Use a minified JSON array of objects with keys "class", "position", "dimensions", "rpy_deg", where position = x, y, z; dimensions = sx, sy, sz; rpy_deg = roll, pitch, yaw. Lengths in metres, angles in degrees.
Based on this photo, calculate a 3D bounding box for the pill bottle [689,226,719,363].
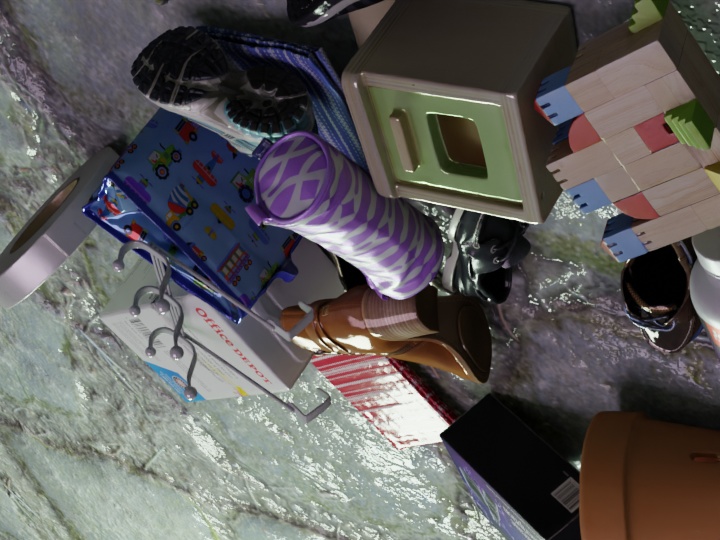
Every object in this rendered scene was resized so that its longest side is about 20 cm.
[{"class":"pill bottle","position":[0.321,0.038,1.035],"dimensions":[0.111,0.113,0.201],"rpy_deg":[1,135,42]}]

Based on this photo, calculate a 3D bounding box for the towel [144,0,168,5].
[{"class":"towel","position":[-0.239,-0.324,1.128],"dimensions":[0.170,0.048,0.201],"rpy_deg":[26,148,14]}]

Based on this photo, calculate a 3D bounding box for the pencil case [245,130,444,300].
[{"class":"pencil case","position":[-0.008,-0.041,1.126],"dimensions":[0.084,0.086,0.199],"rpy_deg":[40,-174,41]}]

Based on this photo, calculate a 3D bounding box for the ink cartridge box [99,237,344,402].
[{"class":"ink cartridge box","position":[-0.140,0.033,1.417],"dimensions":[0.199,0.145,0.147],"rpy_deg":[-10,129,49]}]

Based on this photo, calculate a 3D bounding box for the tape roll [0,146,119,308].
[{"class":"tape roll","position":[-0.319,-0.046,1.425],"dimensions":[0.037,0.204,0.202],"rpy_deg":[44,147,-17]}]

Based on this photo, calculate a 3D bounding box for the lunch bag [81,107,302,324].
[{"class":"lunch bag","position":[-0.134,-0.061,1.283],"dimensions":[0.199,0.151,0.094],"rpy_deg":[40,148,-9]}]

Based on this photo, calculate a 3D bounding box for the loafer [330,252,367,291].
[{"class":"loafer","position":[0.000,0.000,1.324],"dimensions":[0.071,0.063,0.201],"rpy_deg":[12,142,32]}]

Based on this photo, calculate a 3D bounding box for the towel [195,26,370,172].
[{"class":"towel","position":[-0.064,-0.144,1.182],"dimensions":[0.199,0.024,0.145],"rpy_deg":[21,150,51]}]

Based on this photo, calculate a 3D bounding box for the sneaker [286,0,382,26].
[{"class":"sneaker","position":[0.006,-0.221,1.016],"dimensions":[0.082,0.073,0.199],"rpy_deg":[1,-178,-25]}]

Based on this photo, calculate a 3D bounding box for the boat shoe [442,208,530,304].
[{"class":"boat shoe","position":[0.115,-0.025,1.171],"dimensions":[0.066,0.075,0.200],"rpy_deg":[31,151,14]}]

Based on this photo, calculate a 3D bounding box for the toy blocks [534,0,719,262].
[{"class":"toy blocks","position":[0.195,-0.092,0.961],"dimensions":[0.136,0.100,0.200],"rpy_deg":[-22,120,38]}]

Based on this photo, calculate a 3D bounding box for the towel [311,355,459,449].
[{"class":"towel","position":[0.020,0.125,1.514],"dimensions":[0.200,0.023,0.144],"rpy_deg":[47,148,-16]}]

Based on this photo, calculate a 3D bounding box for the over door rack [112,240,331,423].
[{"class":"over door rack","position":[-0.131,0.065,1.240],"dimensions":[0.198,0.067,0.149],"rpy_deg":[21,147,21]}]

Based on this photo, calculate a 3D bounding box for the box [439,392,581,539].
[{"class":"box","position":[0.181,0.240,1.390],"dimensions":[0.200,0.079,0.142],"rpy_deg":[41,166,52]}]

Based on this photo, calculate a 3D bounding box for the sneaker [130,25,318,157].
[{"class":"sneaker","position":[-0.116,-0.138,1.160],"dimensions":[0.199,0.078,0.087],"rpy_deg":[30,162,31]}]

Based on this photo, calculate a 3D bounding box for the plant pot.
[{"class":"plant pot","position":[0.297,0.228,1.255],"dimensions":[0.138,0.202,0.201],"rpy_deg":[-6,133,25]}]

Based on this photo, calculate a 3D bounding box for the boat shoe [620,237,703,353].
[{"class":"boat shoe","position":[0.242,0.008,1.104],"dimensions":[0.071,0.073,0.201],"rpy_deg":[16,144,27]}]

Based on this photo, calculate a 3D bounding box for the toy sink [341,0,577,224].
[{"class":"toy sink","position":[0.062,-0.130,1.049],"dimensions":[0.198,0.113,0.131],"rpy_deg":[14,143,30]}]

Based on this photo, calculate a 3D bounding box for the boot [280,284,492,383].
[{"class":"boot","position":[0.030,0.067,1.306],"dimensions":[0.154,0.078,0.199],"rpy_deg":[-9,162,30]}]
